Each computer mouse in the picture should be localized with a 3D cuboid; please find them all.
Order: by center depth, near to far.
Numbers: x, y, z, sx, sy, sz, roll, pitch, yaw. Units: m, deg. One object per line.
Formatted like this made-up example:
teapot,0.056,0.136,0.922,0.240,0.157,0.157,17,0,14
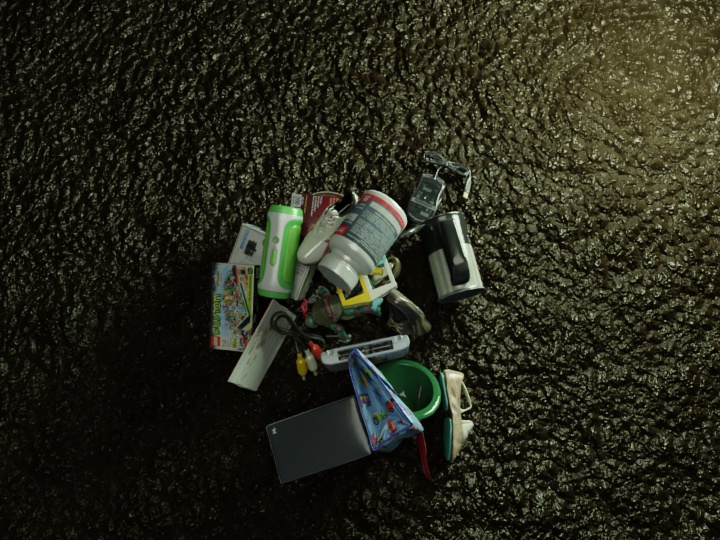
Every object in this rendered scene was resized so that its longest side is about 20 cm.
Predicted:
computer mouse,0.198,-0.190,1.377,0.138,0.046,0.203,19,73,2

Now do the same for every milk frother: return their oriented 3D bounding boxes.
milk frother,0.166,-0.022,1.282,0.197,0.180,0.191,-19,74,19

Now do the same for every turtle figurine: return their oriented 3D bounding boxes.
turtle figurine,-0.057,0.095,1.263,0.198,0.101,0.152,-25,80,15

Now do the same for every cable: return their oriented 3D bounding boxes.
cable,-0.130,0.159,1.246,0.097,0.202,0.050,-38,43,-18

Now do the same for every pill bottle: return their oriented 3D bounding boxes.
pill bottle,0.001,-0.061,1.182,0.119,0.120,0.201,34,73,9

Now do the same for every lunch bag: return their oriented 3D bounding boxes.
lunch bag,0.031,0.251,1.103,0.093,0.151,0.202,-32,67,2

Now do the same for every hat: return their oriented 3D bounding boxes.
hat,0.094,0.338,1.263,0.162,0.178,0.201,4,36,-1

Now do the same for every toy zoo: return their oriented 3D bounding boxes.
toy zoo,0.000,0.000,1.232,0.129,0.021,0.202,-20,64,-1

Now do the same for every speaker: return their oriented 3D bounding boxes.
speaker,-0.181,-0.042,1.238,0.087,0.088,0.204,9,92,4

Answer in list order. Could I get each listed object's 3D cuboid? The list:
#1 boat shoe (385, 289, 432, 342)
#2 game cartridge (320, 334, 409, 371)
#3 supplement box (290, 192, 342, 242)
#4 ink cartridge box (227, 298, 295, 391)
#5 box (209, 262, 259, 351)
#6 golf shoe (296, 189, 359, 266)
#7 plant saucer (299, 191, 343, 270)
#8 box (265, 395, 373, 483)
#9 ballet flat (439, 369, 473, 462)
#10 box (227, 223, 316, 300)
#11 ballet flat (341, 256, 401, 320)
boat shoe,0.102,0.112,1.230,0.074,0.200,0.074,-48,51,-5
game cartridge,0.013,0.190,1.242,0.196,0.133,0.042,-12,76,0
supplement box,-0.073,-0.119,1.326,0.196,0.061,0.111,5,77,2
ink cartridge box,-0.231,0.165,1.235,0.043,0.174,0.202,24,78,18
box,-0.297,0.086,1.293,0.108,0.035,0.204,3,93,11
golf shoe,-0.076,-0.099,1.230,0.072,0.093,0.200,32,70,28
plant saucer,-0.088,-0.096,1.367,0.196,0.032,0.204,0,76,1
box,-0.065,0.347,1.159,0.197,0.198,0.125,-21,76,8
ballet flat,0.220,0.326,1.240,0.066,0.068,0.204,-1,78,-6
box,-0.208,-0.022,1.319,0.198,0.060,0.118,25,96,10
ballet flat,0.018,0.036,1.316,0.067,0.062,0.200,44,82,11
